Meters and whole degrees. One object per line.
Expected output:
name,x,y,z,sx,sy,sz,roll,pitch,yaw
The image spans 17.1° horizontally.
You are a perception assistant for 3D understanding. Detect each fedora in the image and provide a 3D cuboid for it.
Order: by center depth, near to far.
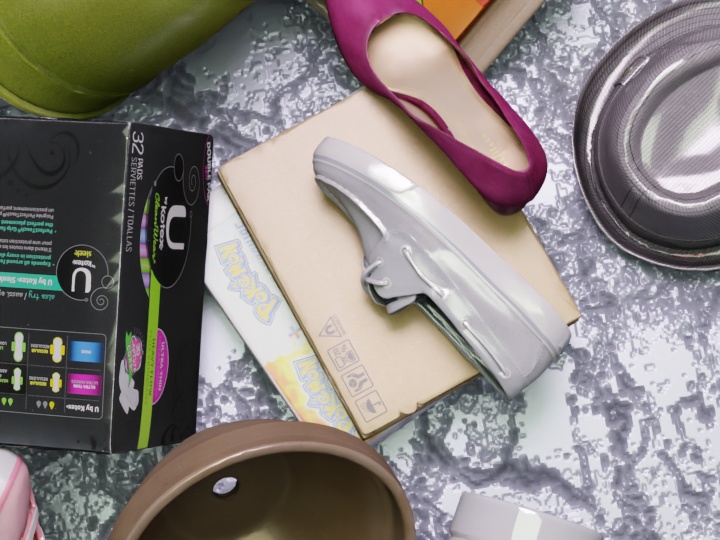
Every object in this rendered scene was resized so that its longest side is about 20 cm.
fedora,0.232,-0.097,1.556,0.200,0.090,0.177,-36,82,-4

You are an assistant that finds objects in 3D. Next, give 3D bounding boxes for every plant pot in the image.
plant pot,-0.136,-0.213,1.474,0.192,0.200,0.202,-16,78,41
plant pot,-0.072,0.161,1.504,0.200,0.201,0.093,-26,41,-2

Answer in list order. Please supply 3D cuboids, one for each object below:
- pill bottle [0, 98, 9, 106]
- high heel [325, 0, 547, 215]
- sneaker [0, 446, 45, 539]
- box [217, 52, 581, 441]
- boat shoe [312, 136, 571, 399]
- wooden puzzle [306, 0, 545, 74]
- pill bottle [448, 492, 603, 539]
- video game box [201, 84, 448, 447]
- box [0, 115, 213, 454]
pill bottle,-0.257,-0.216,1.581,0.114,0.114,0.201,-20,80,-1
high heel,0.048,-0.124,1.501,0.067,0.096,0.200,-41,83,-9
sneaker,-0.205,0.199,1.499,0.104,0.076,0.201,15,124,-3
box,0.025,-0.017,1.540,0.163,0.021,0.201,-28,80,-6
boat shoe,0.038,0.000,1.497,0.200,0.072,0.069,42,80,-3
wooden puzzle,0.037,-0.220,1.545,0.185,0.037,0.200,42,128,1
pill bottle,0.079,0.248,1.496,0.113,0.113,0.201,17,82,5
video game box,0.000,0.000,1.573,0.182,0.047,0.200,-35,81,-2
box,-0.177,0.008,1.501,0.124,0.148,0.201,3,91,17
